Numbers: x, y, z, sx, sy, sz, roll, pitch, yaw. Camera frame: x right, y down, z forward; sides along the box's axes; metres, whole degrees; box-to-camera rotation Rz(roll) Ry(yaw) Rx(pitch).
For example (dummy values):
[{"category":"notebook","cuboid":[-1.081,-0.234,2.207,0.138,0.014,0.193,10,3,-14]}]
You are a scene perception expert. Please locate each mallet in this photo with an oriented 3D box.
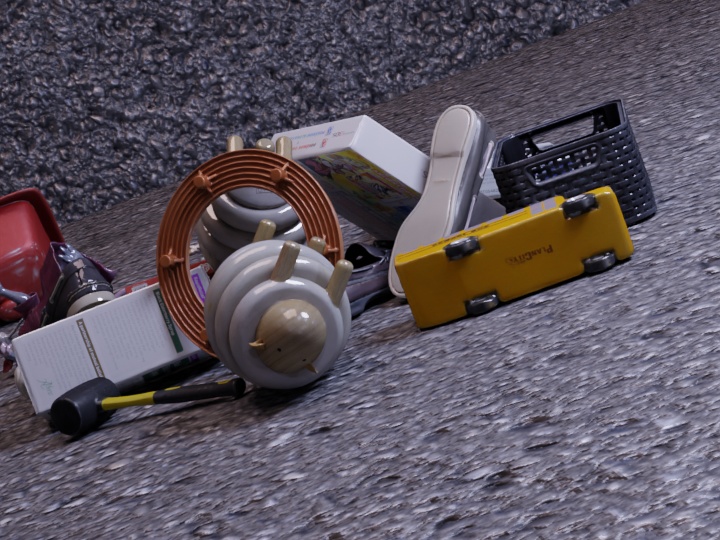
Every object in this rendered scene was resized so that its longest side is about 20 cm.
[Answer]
[{"category":"mallet","cuboid":[-0.185,0.113,1.673,0.200,0.041,0.066,-11,11,25]}]

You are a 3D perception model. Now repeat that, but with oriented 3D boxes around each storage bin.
[{"category":"storage bin","cuboid":[0.208,-0.093,1.803,0.135,0.094,0.200,-19,11,10]}]

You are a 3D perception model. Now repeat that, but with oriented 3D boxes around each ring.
[{"category":"ring","cuboid":[-0.107,-0.013,1.706,0.200,0.201,0.019,-16,-8,26]}]

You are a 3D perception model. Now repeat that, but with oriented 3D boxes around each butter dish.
[{"category":"butter dish","cuboid":[-0.508,0.006,2.608,0.199,0.148,0.200,-23,-31,-7]}]

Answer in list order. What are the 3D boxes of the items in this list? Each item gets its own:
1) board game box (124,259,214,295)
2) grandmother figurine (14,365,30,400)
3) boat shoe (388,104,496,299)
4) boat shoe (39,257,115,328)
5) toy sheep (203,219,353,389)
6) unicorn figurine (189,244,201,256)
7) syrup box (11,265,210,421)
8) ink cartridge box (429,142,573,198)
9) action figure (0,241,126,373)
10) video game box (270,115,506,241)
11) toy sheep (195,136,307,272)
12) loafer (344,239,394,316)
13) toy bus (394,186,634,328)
[{"category":"board game box","cuboid":[-0.170,0.022,1.960,0.103,0.019,0.200,-18,-11,9]},{"category":"grandmother figurine","cuboid":[-0.257,0.085,1.891,0.200,0.061,0.121,-20,-5,-8]},{"category":"boat shoe","cuboid":[0.086,-0.060,1.770,0.067,0.200,0.057,6,-17,45]},{"category":"boat shoe","cuboid":[-0.302,0.053,1.934,0.073,0.063,0.200,-14,-22,-28]},{"category":"toy sheep","cuboid":[-0.071,0.033,1.574,0.138,0.138,0.200,-22,15,-7]},{"category":"unicorn figurine","cuboid":[-0.139,-0.004,2.073,0.137,0.074,0.200,-11,1,-20]},{"category":"syrup box","cuboid":[-0.228,0.071,1.786,0.200,0.082,0.079,-21,-7,-6]},{"category":"ink cartridge box","cuboid":[0.128,-0.111,2.085,0.199,0.041,0.200,-7,9,-4]},{"category":"action figure","cuboid":[-0.350,0.054,2.116,0.149,0.134,0.200,14,-42,-32]},{"category":"video game box","cuboid":[0.024,-0.084,1.879,0.182,0.200,0.047,0,62,59]},{"category":"toy sheep","cuboid":[-0.099,-0.055,1.799,0.138,0.200,0.138,0,48,1]},{"category":"loafer","cuboid":[0.000,0.000,1.805,0.072,0.063,0.200,-11,14,42]},{"category":"toy bus","cuboid":[0.133,-0.013,1.608,0.200,0.065,0.078,-20,8,5]}]
